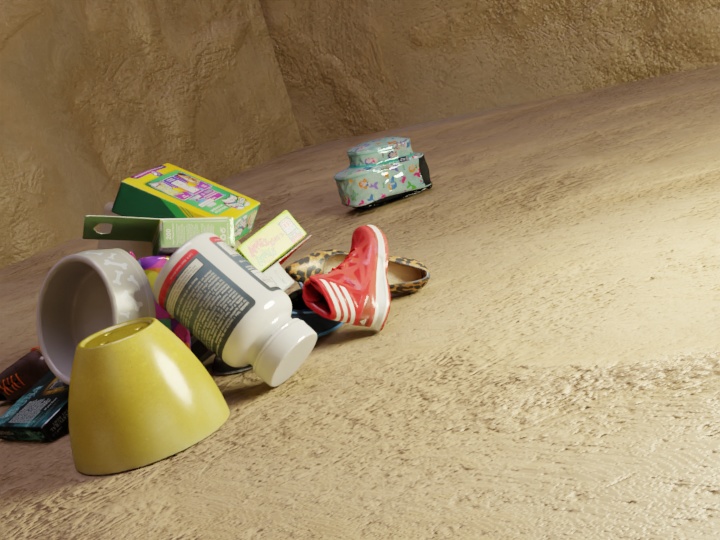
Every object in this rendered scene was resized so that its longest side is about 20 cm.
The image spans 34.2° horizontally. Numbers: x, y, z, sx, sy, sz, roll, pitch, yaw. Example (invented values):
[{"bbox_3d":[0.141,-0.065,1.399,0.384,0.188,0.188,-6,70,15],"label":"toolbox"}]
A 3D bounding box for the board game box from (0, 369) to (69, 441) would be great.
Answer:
[{"bbox_3d":[-0.418,0.166,1.672,0.135,0.028,0.200,-6,32,43],"label":"board game box"}]

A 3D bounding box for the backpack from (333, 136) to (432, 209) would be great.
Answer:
[{"bbox_3d":[0.040,-0.218,2.642,0.200,0.151,0.178,-24,14,-11],"label":"backpack"}]

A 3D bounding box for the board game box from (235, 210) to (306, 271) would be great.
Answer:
[{"bbox_3d":[-0.163,-0.008,1.714,0.102,0.048,0.200,-40,0,-32],"label":"board game box"}]

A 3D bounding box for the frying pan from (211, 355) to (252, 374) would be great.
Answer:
[{"bbox_3d":[-0.130,0.103,1.692,0.190,0.031,0.115,-25,15,-21],"label":"frying pan"}]

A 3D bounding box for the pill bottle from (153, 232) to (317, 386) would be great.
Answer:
[{"bbox_3d":[-0.160,0.055,1.515,0.120,0.200,0.120,-46,-16,-18],"label":"pill bottle"}]

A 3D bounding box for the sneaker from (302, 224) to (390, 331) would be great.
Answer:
[{"bbox_3d":[-0.023,-0.003,1.655,0.115,0.079,0.200,9,35,-14],"label":"sneaker"}]

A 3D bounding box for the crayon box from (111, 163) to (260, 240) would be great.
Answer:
[{"bbox_3d":[-0.268,-0.098,1.829,0.172,0.058,0.200,24,16,5],"label":"crayon box"}]

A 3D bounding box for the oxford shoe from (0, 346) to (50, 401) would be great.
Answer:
[{"bbox_3d":[-0.519,0.171,1.807,0.072,0.071,0.200,-34,3,-35],"label":"oxford shoe"}]

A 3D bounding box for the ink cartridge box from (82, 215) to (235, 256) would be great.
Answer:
[{"bbox_3d":[-0.284,-0.039,1.631,0.199,0.048,0.146,-1,-11,-15],"label":"ink cartridge box"}]

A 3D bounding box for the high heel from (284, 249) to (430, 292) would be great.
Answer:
[{"bbox_3d":[0.000,0.000,1.749,0.200,0.072,0.142,6,-7,-33],"label":"high heel"}]

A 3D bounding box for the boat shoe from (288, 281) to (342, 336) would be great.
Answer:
[{"bbox_3d":[-0.073,0.057,1.676,0.084,0.069,0.200,0,13,20],"label":"boat shoe"}]

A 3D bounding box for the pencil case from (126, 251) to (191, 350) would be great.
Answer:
[{"bbox_3d":[-0.279,0.074,1.600,0.088,0.201,0.088,-8,-6,-1],"label":"pencil case"}]

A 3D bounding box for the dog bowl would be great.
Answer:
[{"bbox_3d":[-0.361,0.067,1.567,0.200,0.201,0.059,-7,-6,39],"label":"dog bowl"}]

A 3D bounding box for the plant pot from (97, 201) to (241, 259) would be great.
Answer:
[{"bbox_3d":[-0.292,0.012,1.859,0.200,0.200,0.177,4,10,-44],"label":"plant pot"}]

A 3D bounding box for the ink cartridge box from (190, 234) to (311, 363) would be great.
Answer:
[{"bbox_3d":[-0.157,0.046,1.711,0.174,0.044,0.200,-39,-1,-43],"label":"ink cartridge box"}]

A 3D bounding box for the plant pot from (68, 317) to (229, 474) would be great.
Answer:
[{"bbox_3d":[-0.278,0.142,1.439,0.199,0.142,0.200,-17,12,3],"label":"plant pot"}]
